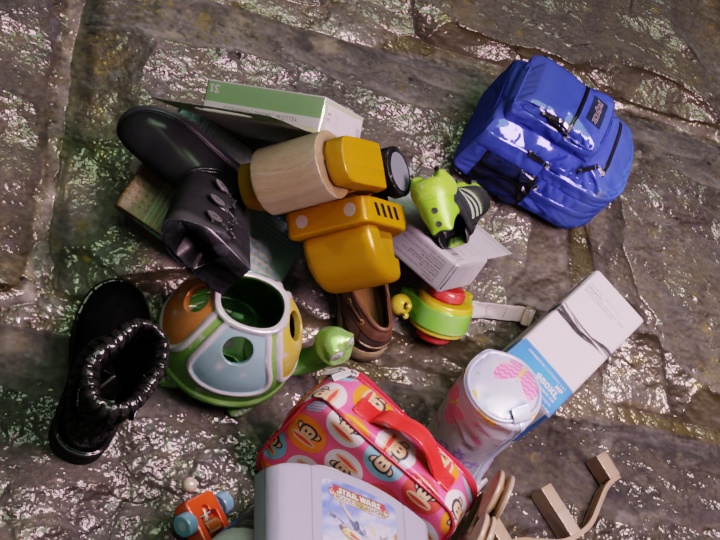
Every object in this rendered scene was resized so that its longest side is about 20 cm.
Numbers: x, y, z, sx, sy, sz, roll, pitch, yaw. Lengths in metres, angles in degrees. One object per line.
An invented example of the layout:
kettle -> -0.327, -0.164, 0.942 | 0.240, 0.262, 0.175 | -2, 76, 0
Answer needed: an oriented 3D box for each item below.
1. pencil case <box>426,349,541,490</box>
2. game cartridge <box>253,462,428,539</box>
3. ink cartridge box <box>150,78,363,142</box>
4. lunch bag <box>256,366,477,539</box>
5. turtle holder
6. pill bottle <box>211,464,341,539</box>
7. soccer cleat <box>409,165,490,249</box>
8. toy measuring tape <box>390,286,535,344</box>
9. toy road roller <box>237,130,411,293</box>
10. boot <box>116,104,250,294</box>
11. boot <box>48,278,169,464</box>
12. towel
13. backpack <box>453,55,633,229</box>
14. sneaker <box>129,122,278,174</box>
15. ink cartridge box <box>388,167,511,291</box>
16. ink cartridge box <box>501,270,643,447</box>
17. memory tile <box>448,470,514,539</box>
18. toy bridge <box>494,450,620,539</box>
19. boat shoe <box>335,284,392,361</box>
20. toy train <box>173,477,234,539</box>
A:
pencil case -> 0.116, 0.166, 1.315 | 0.083, 0.200, 0.091 | 1, 54, -19
game cartridge -> -0.011, 0.248, 1.125 | 0.200, 0.042, 0.133 | 29, 47, -36
ink cartridge box -> -0.102, -0.167, 1.312 | 0.145, 0.200, 0.048 | 12, 87, 24
lunch bag -> 0.010, 0.197, 1.251 | 0.200, 0.176, 0.082 | 43, 41, 3
turtle holder -> -0.114, 0.073, 1.298 | 0.185, 0.132, 0.141 | 37, 51, -1
pill bottle -> -0.076, 0.268, 1.159 | 0.114, 0.114, 0.200 | 47, 32, 7
soccer cleat -> 0.103, -0.063, 1.419 | 0.200, 0.067, 0.081 | 9, 65, -70
toy measuring tape -> 0.126, 0.054, 1.466 | 0.200, 0.074, 0.074 | 9, 58, -26
toy road roller -> -0.025, -0.055, 1.322 | 0.200, 0.123, 0.146 | 9, 70, -62
boot -> -0.180, -0.076, 1.267 | 0.165, 0.066, 0.200 | 29, 27, -16
boot -> -0.233, 0.073, 1.222 | 0.079, 0.158, 0.211 | 16, 55, -17
towel -> -0.150, -0.069, 1.393 | 0.200, 0.022, 0.147 | 35, 70, -14
backpack -> 0.245, -0.154, 1.595 | 0.200, 0.168, 0.163 | 33, 59, -9
sneaker -> -0.159, -0.128, 1.436 | 0.200, 0.071, 0.099 | -27, 71, -40
ink cartridge box -> 0.065, -0.060, 1.491 | 0.200, 0.044, 0.174 | 42, 20, 18
ink cartridge box -> 0.204, 0.106, 1.426 | 0.084, 0.145, 0.200 | 48, 53, 6
memory tile -> 0.091, 0.290, 1.223 | 0.017, 0.200, 0.153 | 26, 51, 1
toy bridge -> 0.217, 0.270, 1.406 | 0.200, 0.027, 0.067 | -23, 74, -34
boat shoe -> 0.000, 0.000, 1.438 | 0.072, 0.068, 0.200 | 0, 61, -26
toy train -> -0.173, 0.289, 1.171 | 0.150, 0.056, 0.200 | 58, 33, 3
